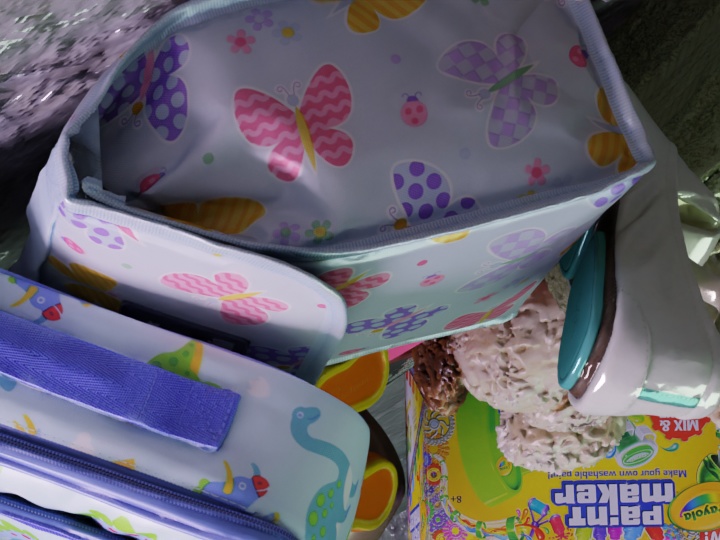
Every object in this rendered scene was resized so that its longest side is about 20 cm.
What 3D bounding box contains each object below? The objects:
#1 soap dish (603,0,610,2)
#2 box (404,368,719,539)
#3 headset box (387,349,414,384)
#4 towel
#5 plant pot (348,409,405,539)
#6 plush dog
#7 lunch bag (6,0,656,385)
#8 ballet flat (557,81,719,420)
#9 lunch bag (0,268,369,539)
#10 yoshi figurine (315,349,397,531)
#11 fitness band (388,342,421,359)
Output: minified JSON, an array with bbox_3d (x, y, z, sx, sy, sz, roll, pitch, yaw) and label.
[{"bbox_3d":[0.131,-0.164,0.617,0.200,0.081,0.157,-27,170,-26],"label":"soap dish"},{"bbox_3d":[0.132,0.085,1.340,0.199,0.193,0.122,-1,168,-5],"label":"box"},{"bbox_3d":[-0.036,0.047,1.207,0.200,0.077,0.149,-37,169,33],"label":"headset box"},{"bbox_3d":[0.140,-0.070,0.927,0.200,0.036,0.148,-47,-148,5],"label":"towel"},{"bbox_3d":[-0.068,0.162,1.390,0.175,0.200,0.200,-43,166,22],"label":"plant pot"},{"bbox_3d":[0.123,0.031,1.141,0.200,0.161,0.172,-13,179,36],"label":"plush dog"},{"bbox_3d":[-0.021,-0.024,0.761,0.199,0.127,0.170,-13,165,-19],"label":"lunch bag"},{"bbox_3d":[0.110,-0.005,0.816,0.069,0.069,0.200,-34,-156,23],"label":"ballet flat"},{"bbox_3d":[-0.100,0.063,0.756,0.161,0.199,0.083,100,10,-68],"label":"lunch bag"},{"bbox_3d":[-0.070,0.050,0.922,0.112,0.200,0.113,49,59,-49],"label":"yoshi figurine"},{"bbox_3d":[0.000,0.000,1.038,0.200,0.037,0.144,-28,146,-12],"label":"fitness band"}]
